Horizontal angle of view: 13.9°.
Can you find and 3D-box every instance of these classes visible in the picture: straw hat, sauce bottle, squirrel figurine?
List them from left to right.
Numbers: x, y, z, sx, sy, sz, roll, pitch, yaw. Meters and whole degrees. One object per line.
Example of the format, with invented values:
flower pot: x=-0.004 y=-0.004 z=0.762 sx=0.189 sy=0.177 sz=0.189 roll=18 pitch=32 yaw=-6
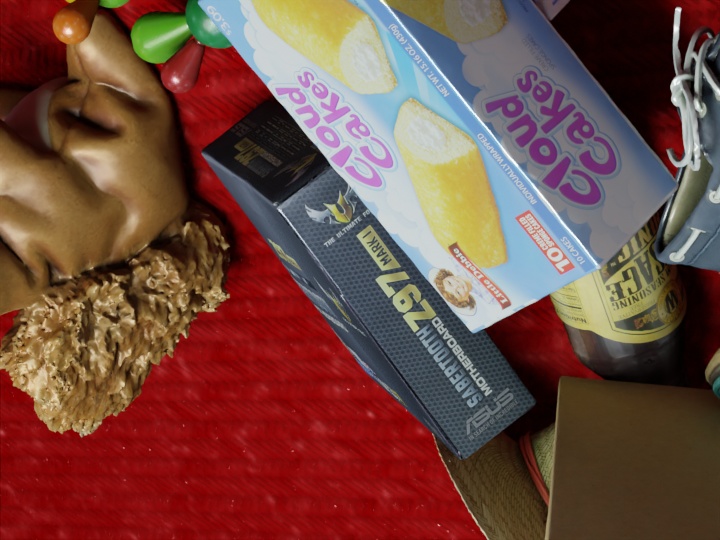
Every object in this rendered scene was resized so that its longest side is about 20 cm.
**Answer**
squirrel figurine: x=-0.173 y=-0.003 z=1.577 sx=0.141 sy=0.187 sz=0.200 roll=-18 pitch=114 yaw=50
straw hat: x=0.123 y=0.120 z=1.515 sx=0.085 sy=0.201 sz=0.201 roll=-34 pitch=105 yaw=11
sauce bottle: x=0.123 y=0.005 z=1.422 sx=0.066 sy=0.066 sz=0.200 roll=6 pitch=134 yaw=39

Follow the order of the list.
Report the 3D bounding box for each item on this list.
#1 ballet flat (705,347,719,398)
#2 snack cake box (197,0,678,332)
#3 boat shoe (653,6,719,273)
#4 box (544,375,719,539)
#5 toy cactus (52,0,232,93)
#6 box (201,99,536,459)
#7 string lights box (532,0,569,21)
ballet flat: x=0.235 y=0.013 z=1.334 sx=0.069 sy=0.063 sz=0.200 roll=22 pitch=154 yaw=-31
snack cake box: x=0.033 y=-0.079 z=1.306 sx=0.200 sy=0.067 sz=0.115 roll=50 pitch=147 yaw=-6
boat shoe: x=0.165 y=-0.069 z=1.293 sx=0.062 sy=0.075 sz=0.200 roll=3 pitch=145 yaw=1
box: x=0.165 y=0.105 z=1.330 sx=0.163 sy=0.200 sz=0.021 roll=6 pitch=114 yaw=4
toy cactus: x=-0.061 y=-0.149 z=1.420 sx=0.165 sy=0.102 sz=0.200 roll=27 pitch=134 yaw=4
box: x=0.000 y=0.000 z=1.458 sx=0.158 sy=0.051 sz=0.200 roll=54 pitch=175 yaw=-17
string lights box: x=0.030 y=-0.209 z=1.288 sx=0.103 sy=0.059 sz=0.200 roll=9 pitch=133 yaw=37
